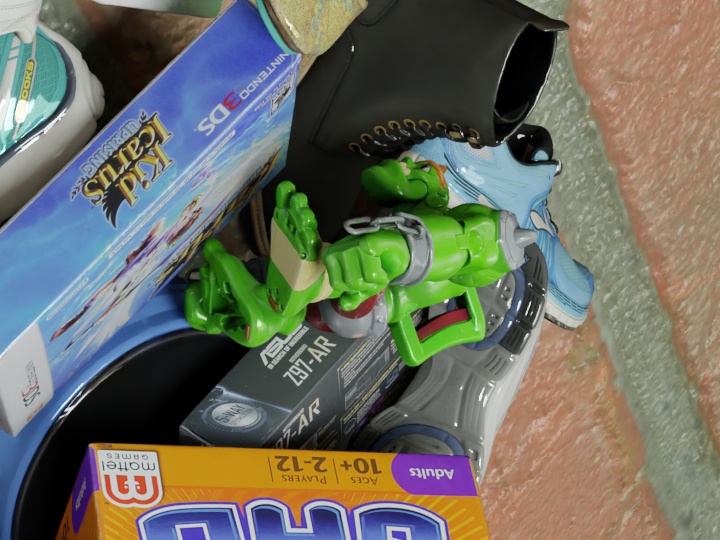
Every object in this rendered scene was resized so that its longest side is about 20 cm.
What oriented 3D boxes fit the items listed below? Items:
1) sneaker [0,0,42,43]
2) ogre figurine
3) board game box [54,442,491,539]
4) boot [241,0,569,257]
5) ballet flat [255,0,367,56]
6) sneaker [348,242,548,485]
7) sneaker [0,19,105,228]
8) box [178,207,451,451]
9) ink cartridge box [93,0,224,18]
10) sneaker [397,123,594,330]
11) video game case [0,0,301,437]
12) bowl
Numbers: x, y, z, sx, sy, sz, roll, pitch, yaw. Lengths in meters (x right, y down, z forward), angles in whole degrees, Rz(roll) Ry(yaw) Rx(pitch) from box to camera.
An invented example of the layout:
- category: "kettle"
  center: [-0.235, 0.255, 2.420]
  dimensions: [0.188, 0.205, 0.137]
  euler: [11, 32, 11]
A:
- category: "sneaker"
  center: [-0.214, -0.106, 1.035]
  dimensions: [0.200, 0.075, 0.100]
  euler: [-17, 130, -28]
- category: "ogre figurine"
  center: [0.000, 0.000, 1.221]
  dimensions: [0.120, 0.098, 0.200]
  euler: [-7, 156, -28]
- category: "board game box"
  center: [-0.049, 0.225, 1.241]
  dimensions: [0.200, 0.200, 0.200]
  euler: [3, 139, -19]
- category: "boot"
  center: [0.019, -0.068, 1.279]
  dimensions: [0.077, 0.138, 0.200]
  euler: [-10, 126, -44]
- category: "ballet flat"
  center: [-0.011, -0.159, 1.151]
  dimensions: [0.071, 0.200, 0.071]
  euler: [1, 115, 2]
- category: "sneaker"
  center: [0.055, 0.073, 1.362]
  dimensions: [0.200, 0.074, 0.087]
  euler: [-62, 164, 7]
- category: "sneaker"
  center: [-0.205, -0.035, 1.132]
  dimensions: [0.080, 0.078, 0.200]
  euler: [42, 88, -24]
- category: "box"
  center: [-0.016, 0.074, 1.358]
  dimensions: [0.200, 0.043, 0.160]
  euler: [-47, 155, -29]
- category: "ink cartridge box"
  center: [-0.118, -0.201, 1.106]
  dimensions: [0.200, 0.050, 0.161]
  euler: [1, 116, -50]
- category: "sneaker"
  center: [0.093, -0.035, 1.438]
  dimensions: [0.090, 0.078, 0.200]
  euler: [-55, 143, -6]
- category: "video game case"
  center: [-0.112, -0.020, 1.179]
  dimensions: [0.200, 0.045, 0.181]
  euler: [-46, 175, -13]
- category: "bowl"
  center: [-0.121, 0.101, 1.336]
  dimensions: [0.200, 0.039, 0.201]
  euler: [-28, 135, -31]
